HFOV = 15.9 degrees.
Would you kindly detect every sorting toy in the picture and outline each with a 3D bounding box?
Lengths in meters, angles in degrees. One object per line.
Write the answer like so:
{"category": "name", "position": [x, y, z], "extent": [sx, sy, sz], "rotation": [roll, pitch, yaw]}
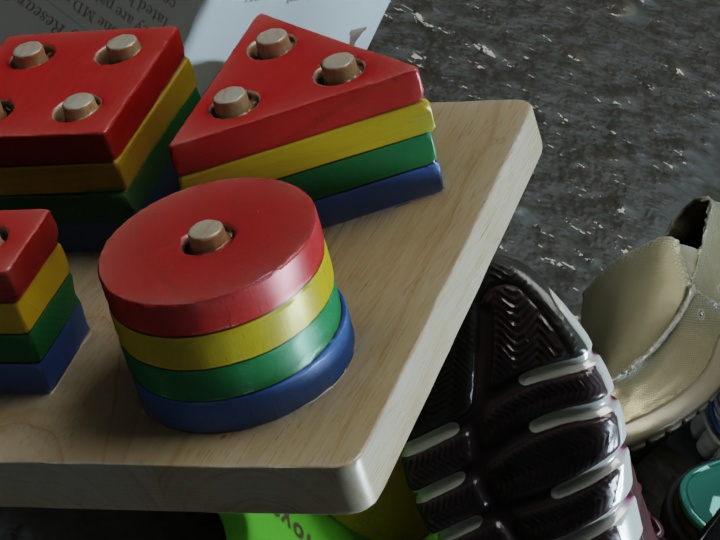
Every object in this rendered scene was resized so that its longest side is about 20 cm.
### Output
{"category": "sorting toy", "position": [-0.064, -0.014, 0.841], "extent": [0.197, 0.070, 0.200], "rotation": [-1, 35, 23]}

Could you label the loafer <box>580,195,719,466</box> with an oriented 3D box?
{"category": "loafer", "position": [0.119, 0.030, 1.081], "extent": [0.068, 0.076, 0.200], "rotation": [48, 38, 3]}

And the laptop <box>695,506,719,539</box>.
{"category": "laptop", "position": [0.247, 0.096, 0.942], "extent": [0.177, 0.103, 0.200], "rotation": [49, 49, -4]}

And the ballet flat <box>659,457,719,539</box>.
{"category": "ballet flat", "position": [0.212, 0.091, 1.035], "extent": [0.198, 0.073, 0.073], "rotation": [-13, 36, -11]}

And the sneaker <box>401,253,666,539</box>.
{"category": "sneaker", "position": [0.071, 0.085, 0.901], "extent": [0.116, 0.075, 0.201], "rotation": [-43, 114, -77]}

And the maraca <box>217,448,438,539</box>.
{"category": "maraca", "position": [-0.013, 0.051, 0.909], "extent": [0.137, 0.107, 0.201], "rotation": [42, 32, -25]}

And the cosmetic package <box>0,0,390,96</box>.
{"category": "cosmetic package", "position": [-0.085, -0.154, 1.118], "extent": [0.166, 0.201, 0.167], "rotation": [36, 26, 20]}

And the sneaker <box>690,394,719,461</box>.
{"category": "sneaker", "position": [0.234, 0.092, 1.100], "extent": [0.200, 0.090, 0.078], "rotation": [39, 28, 25]}
